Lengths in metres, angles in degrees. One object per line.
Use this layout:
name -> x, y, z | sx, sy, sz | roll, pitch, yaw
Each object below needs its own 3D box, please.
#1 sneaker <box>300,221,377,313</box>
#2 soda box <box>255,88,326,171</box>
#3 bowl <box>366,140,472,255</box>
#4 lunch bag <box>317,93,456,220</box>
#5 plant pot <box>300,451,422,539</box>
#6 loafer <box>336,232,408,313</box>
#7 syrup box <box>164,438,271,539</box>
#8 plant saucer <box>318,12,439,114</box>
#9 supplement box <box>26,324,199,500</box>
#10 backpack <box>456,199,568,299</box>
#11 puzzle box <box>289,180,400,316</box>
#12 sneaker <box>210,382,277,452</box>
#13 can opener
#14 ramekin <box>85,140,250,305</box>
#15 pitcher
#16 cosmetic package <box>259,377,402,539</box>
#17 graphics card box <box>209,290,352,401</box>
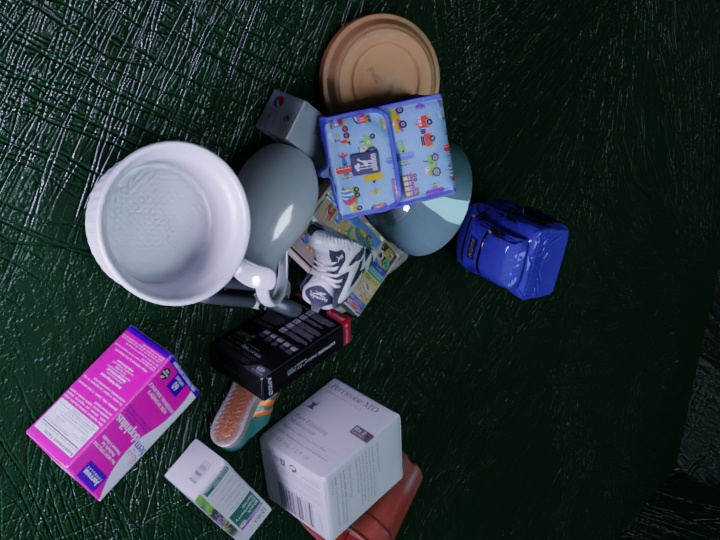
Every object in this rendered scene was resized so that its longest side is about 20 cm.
sneaker -> -0.051, 0.004, 1.488 | 0.130, 0.079, 0.199 | -63, 166, 2
soda box -> -0.067, -0.194, 1.454 | 0.200, 0.068, 0.064 | 30, 86, -56
bowl -> 0.076, -0.132, 1.595 | 0.105, 0.200, 0.202 | 14, 100, -40
lunch bag -> 0.026, -0.168, 1.430 | 0.199, 0.094, 0.152 | -16, 104, -21
plant pot -> 0.012, 0.442, 1.875 | 0.196, 0.200, 0.201 | -54, 145, -28
loafer -> 0.000, 0.000, 1.677 | 0.200, 0.070, 0.070 | -44, 123, -25
syrup box -> -0.229, 0.366, 1.588 | 0.079, 0.081, 0.200 | -50, 142, -18
plant saucer -> 0.034, -0.290, 1.479 | 0.199, 0.032, 0.202 | -5, 104, -22
supplement box -> -0.335, 0.193, 1.321 | 0.200, 0.103, 0.101 | -47, 143, -20
backpack -> 0.278, -0.055, 1.888 | 0.167, 0.200, 0.164 | -1, 115, -42
puzzle box -> -0.031, -0.034, 1.587 | 0.200, 0.025, 0.133 | 45, 74, -34
sneaker -> -0.171, 0.204, 1.581 | 0.201, 0.071, 0.080 | -57, 158, -12
can opener -> -0.167, 0.034, 1.477 | 0.199, 0.066, 0.053 | 11, 95, -50
ramekin -> -0.248, -0.059, 1.220 | 0.199, 0.097, 0.202 | -1, 93, -32
pitcher -> -0.126, -0.063, 1.391 | 0.172, 0.120, 0.201 | 65, 37, -57
cosmetic package -> -0.049, 0.335, 1.733 | 0.200, 0.164, 0.166 | -36, 136, -36
graphics card box -> -0.123, 0.114, 1.528 | 0.200, 0.125, 0.051 | -32, 135, -39
